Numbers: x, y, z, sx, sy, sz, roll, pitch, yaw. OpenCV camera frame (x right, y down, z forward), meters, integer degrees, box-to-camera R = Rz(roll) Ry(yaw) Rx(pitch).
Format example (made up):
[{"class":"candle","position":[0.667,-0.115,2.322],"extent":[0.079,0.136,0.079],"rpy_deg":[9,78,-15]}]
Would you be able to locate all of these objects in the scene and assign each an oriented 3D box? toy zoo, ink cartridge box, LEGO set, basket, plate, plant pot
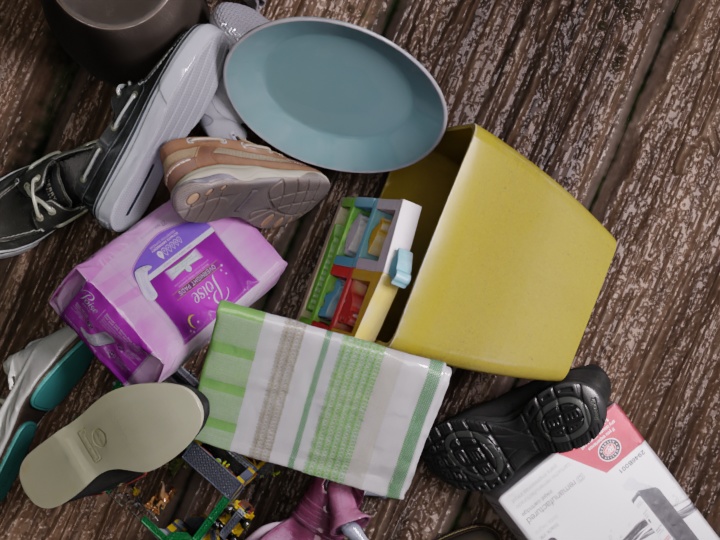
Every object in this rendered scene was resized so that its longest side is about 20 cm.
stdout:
[{"class":"toy zoo","position":[0.000,0.000,1.352],"extent":[0.020,0.200,0.132],"rpy_deg":[21,87,-19]},{"class":"ink cartridge box","position":[0.233,0.243,1.422],"extent":[0.144,0.084,0.201],"rpy_deg":[-38,92,-6]},{"class":"LEGO set","position":[-0.161,0.160,1.394],"extent":[0.199,0.116,0.155],"rpy_deg":[34,115,11]},{"class":"basket","position":[-0.212,-0.248,1.340],"extent":[0.180,0.200,0.136],"rpy_deg":[41,85,-2]},{"class":"plate","position":[-0.021,-0.155,1.322],"extent":[0.198,0.201,0.026],"rpy_deg":[17,58,-4]},{"class":"plant pot","position":[0.109,0.000,1.375],"extent":[0.175,0.200,0.202],"rpy_deg":[23,86,-17]}]

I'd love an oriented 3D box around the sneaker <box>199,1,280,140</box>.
[{"class":"sneaker","position":[-0.078,-0.158,1.412],"extent":[0.199,0.075,0.115],"rpy_deg":[26,121,-31]}]

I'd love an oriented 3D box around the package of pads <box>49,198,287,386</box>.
[{"class":"package of pads","position":[-0.164,0.010,1.352],"extent":[0.121,0.076,0.200],"rpy_deg":[47,44,1]}]

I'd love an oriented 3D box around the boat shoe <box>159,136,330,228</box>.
[{"class":"boat shoe","position":[-0.101,-0.087,1.364],"extent":[0.076,0.199,0.072],"rpy_deg":[-42,67,25]}]

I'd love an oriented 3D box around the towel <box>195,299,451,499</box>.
[{"class":"towel","position":[-0.037,0.107,1.284],"extent":[0.198,0.031,0.150],"rpy_deg":[17,122,-2]}]

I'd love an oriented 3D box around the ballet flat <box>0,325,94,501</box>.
[{"class":"ballet flat","position":[-0.311,0.118,1.393],"extent":[0.069,0.069,0.201],"rpy_deg":[32,87,-3]}]

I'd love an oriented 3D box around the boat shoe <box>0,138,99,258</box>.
[{"class":"boat shoe","position":[-0.281,-0.074,1.396],"extent":[0.199,0.064,0.071],"rpy_deg":[-29,91,-5]}]

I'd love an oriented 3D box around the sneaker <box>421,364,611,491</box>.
[{"class":"sneaker","position":[0.146,0.142,1.407],"extent":[0.199,0.091,0.076],"rpy_deg":[-21,100,29]}]

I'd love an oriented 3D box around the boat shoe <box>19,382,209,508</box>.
[{"class":"boat shoe","position":[-0.202,0.143,1.305],"extent":[0.200,0.063,0.074],"rpy_deg":[-29,84,29]}]

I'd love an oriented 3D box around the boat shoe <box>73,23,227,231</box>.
[{"class":"boat shoe","position":[-0.189,-0.133,1.327],"extent":[0.071,0.072,0.201],"rpy_deg":[34,97,19]}]

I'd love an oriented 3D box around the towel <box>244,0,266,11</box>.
[{"class":"towel","position":[-0.156,-0.305,1.348],"extent":[0.190,0.200,0.032],"rpy_deg":[36,88,-4]}]

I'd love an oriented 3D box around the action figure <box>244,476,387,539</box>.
[{"class":"action figure","position":[-0.038,0.221,1.381],"extent":[0.148,0.134,0.201],"rpy_deg":[26,96,-3]}]

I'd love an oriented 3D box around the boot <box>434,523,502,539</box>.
[{"class":"boot","position":[0.057,0.310,1.398],"extent":[0.200,0.097,0.075],"rpy_deg":[-40,92,-5]}]
